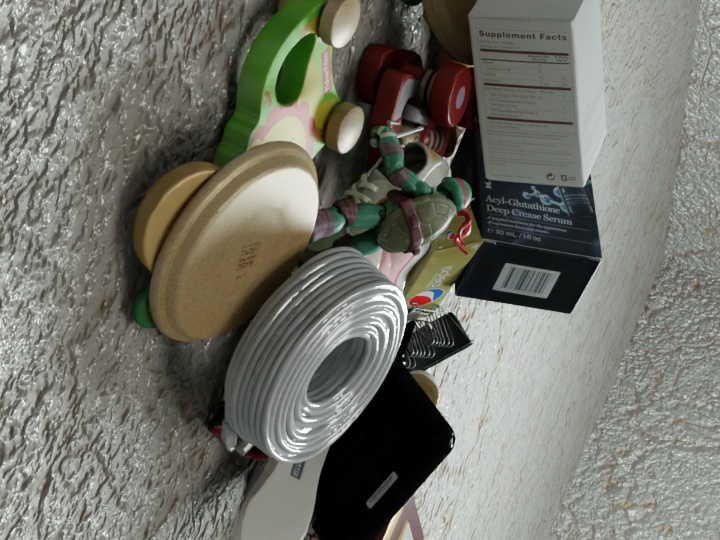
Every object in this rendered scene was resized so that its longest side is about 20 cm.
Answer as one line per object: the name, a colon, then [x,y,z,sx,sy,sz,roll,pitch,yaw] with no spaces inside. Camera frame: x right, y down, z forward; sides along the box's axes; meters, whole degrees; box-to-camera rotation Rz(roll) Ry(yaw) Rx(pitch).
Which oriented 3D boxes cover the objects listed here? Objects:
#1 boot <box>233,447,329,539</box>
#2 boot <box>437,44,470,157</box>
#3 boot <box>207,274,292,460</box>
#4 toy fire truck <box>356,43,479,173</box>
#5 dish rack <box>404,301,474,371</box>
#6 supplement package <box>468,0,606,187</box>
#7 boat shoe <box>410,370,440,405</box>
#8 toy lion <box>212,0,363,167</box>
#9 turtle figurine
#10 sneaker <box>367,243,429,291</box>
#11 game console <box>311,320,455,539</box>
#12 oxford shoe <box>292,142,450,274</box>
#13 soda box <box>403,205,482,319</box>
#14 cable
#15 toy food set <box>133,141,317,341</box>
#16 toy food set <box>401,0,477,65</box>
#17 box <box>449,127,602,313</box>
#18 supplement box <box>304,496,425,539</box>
boot: [-0.089,0.224,1.525,0.090,0.072,0.201,-32,-152,54]
boot: [0.112,-0.228,1.777,0.156,0.073,0.200,-66,158,-8]
boot: [-0.096,0.090,1.444,0.200,0.072,0.152,75,35,-67]
toy fire truck: [0.057,-0.148,1.614,0.200,0.111,0.170,-10,115,-68]
dish rack: [0.037,0.093,1.730,0.152,0.055,0.200,-31,167,13]
supplement package: [0.193,-0.208,1.601,0.117,0.116,0.202,-58,147,-48]
boat shoe: [0.029,0.176,1.793,0.200,0.071,0.069,-44,-178,34]
toy lion: [-0.074,-0.132,1.341,0.192,0.068,0.202,-49,152,-36]
turtle figurine: [0.032,-0.060,1.407,0.198,0.101,0.151,-22,127,-18]
sneaker: [0.000,0.000,1.660,0.103,0.076,0.201,-14,155,-25]
game console: [0.019,0.180,1.585,0.116,0.176,0.201,4,131,-54]
oxford shoe: [0.003,-0.063,1.503,0.199,0.075,0.058,-37,134,-8]
soda box: [0.073,-0.012,1.710,0.200,0.063,0.068,118,-44,-61]
cable: [-0.040,0.078,1.349,0.199,0.069,0.201,-39,150,-27]
toy food set: [-0.112,-0.023,1.255,0.199,0.048,0.200,-34,149,-38]
toy food set: [0.119,-0.328,1.645,0.198,0.048,0.201,51,55,-38]
box: [0.190,-0.068,1.751,0.108,0.146,0.202,111,-17,-49]
supplement box: [-0.027,0.350,1.763,0.201,0.131,0.199,75,36,-58]
